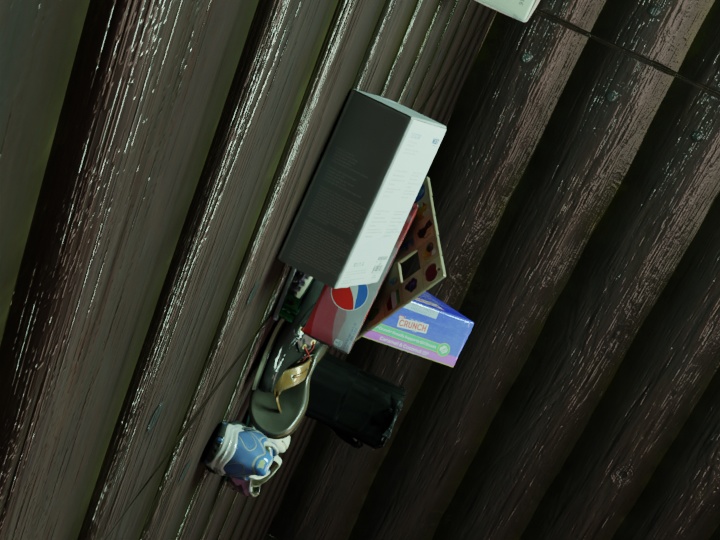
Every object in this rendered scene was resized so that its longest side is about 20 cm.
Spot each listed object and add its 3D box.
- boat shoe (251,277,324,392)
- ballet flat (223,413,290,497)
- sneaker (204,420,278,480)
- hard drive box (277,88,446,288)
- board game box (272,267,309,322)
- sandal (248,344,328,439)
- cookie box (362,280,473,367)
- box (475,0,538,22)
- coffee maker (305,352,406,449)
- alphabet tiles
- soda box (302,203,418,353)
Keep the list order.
[{"bbox_3d":[-0.082,0.085,1.571,0.202,0.063,0.074,-60,176,-41],"label":"boat shoe"},{"bbox_3d":[-0.144,0.259,1.747,0.069,0.071,0.200,-59,173,-52],"label":"ballet flat"},{"bbox_3d":[-0.147,0.236,1.514,0.200,0.077,0.076,87,27,-85],"label":"sneaker"},{"bbox_3d":[0.006,-0.088,1.320,0.200,0.077,0.156,-65,165,9],"label":"hard drive box"},{"bbox_3d":[-0.040,-0.053,1.511,0.200,0.026,0.200,-59,173,-63],"label":"board game box"},{"bbox_3d":[-0.093,0.132,1.616,0.200,0.082,0.055,-62,159,-26],"label":"sandal"},{"bbox_3d":[0.039,0.054,1.702,0.075,0.171,0.200,-67,-158,5],"label":"cookie box"},{"bbox_3d":[0.215,-0.444,1.724,0.109,0.128,0.200,-66,176,23],"label":"box"},{"bbox_3d":[-0.028,0.215,2.093,0.192,0.200,0.135,112,2,-73],"label":"coffee maker"},{"bbox_3d":[0.035,-0.026,1.516,0.167,0.008,0.200,-37,-139,31],"label":"alphabet tiles"},{"bbox_3d":[0.000,0.000,1.458,0.070,0.063,0.200,85,30,-85],"label":"soda box"}]
